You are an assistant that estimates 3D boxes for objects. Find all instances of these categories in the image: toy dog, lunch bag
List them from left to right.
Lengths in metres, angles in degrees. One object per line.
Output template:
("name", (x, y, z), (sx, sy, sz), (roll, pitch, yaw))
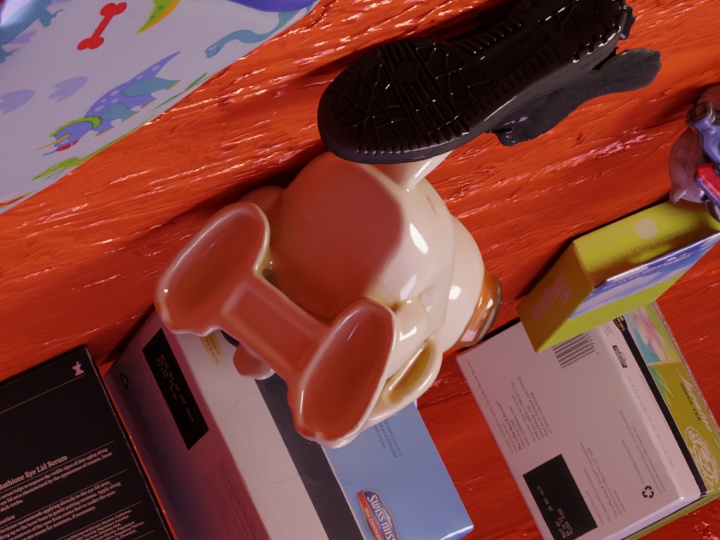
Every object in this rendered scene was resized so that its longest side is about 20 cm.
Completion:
("lunch bag", (-0.109, -0.083, 0.799), (0.170, 0.128, 0.200), (-30, 159, 22))
("toy dog", (0.000, 0.000, 1.491), (0.195, 0.139, 0.200), (-63, 162, 3))

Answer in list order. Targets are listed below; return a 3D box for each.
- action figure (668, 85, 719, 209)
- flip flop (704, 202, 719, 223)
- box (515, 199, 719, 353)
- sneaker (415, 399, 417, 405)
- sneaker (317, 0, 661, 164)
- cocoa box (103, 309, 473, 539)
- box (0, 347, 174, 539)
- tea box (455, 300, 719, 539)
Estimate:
("action figure", (0.289, -0.085, 1.733), (0.193, 0.105, 0.200), (-22, 136, 16))
("flip flop", (0.338, -0.072, 2.036), (0.199, 0.058, 0.082), (-7, 118, -25))
("box", (0.203, -0.002, 2.093), (0.121, 0.048, 0.200), (-23, 169, -17))
("sneaker", (-0.017, 0.077, 1.800), (0.072, 0.115, 0.201), (-23, 170, -17))
("sneaker", (0.066, -0.089, 1.336), (0.199, 0.060, 0.104), (-26, 165, -15))
("cocoa box", (-0.046, 0.109, 1.649), (0.131, 0.201, 0.133), (-20, 168, -28))
("box", (-0.224, 0.155, 1.622), (0.199, 0.142, 0.079), (-24, 172, -5))
("tea box", (0.210, 0.130, 2.328), (0.133, 0.201, 0.197), (-30, 170, 21))
